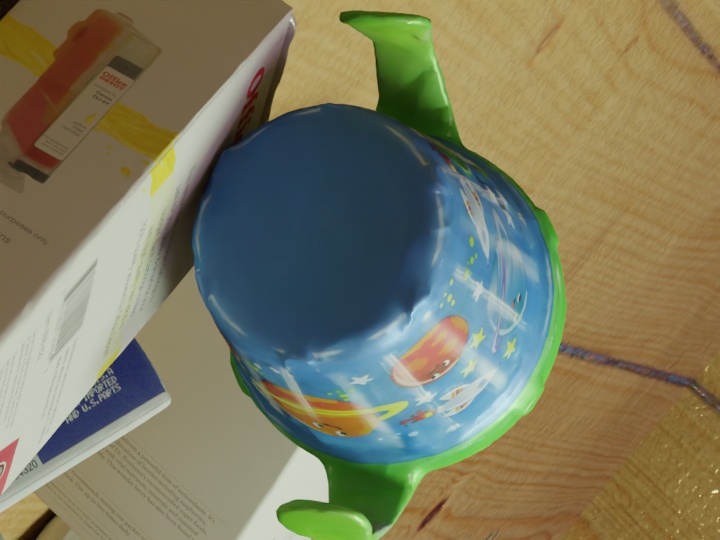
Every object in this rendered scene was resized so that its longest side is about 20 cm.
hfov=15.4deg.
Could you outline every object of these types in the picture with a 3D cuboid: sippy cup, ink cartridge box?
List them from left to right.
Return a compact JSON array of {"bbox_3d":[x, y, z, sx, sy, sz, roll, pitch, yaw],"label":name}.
[{"bbox_3d":[-0.204,0.110,1.106,0.200,0.043,0.196,-29,-178,41],"label":"ink cartridge box"},{"bbox_3d":[-0.119,-0.013,0.948,0.200,0.083,0.145,-51,170,-36],"label":"ink cartridge box"},{"bbox_3d":[0.000,0.000,0.991,0.140,0.178,0.130,-31,161,5],"label":"sippy cup"}]

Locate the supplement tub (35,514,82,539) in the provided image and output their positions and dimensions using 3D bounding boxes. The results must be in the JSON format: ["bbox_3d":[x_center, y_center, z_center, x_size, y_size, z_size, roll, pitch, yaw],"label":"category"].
[{"bbox_3d":[-0.120,0.213,1.468,0.140,0.140,0.200,-42,164,-25],"label":"supplement tub"}]

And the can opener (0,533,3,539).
[{"bbox_3d":[-0.231,0.181,1.168,0.200,0.053,0.066,-33,-177,-24],"label":"can opener"}]

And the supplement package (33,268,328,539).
[{"bbox_3d":[-0.053,0.050,1.286,0.120,0.121,0.200,-25,153,-57],"label":"supplement package"}]
